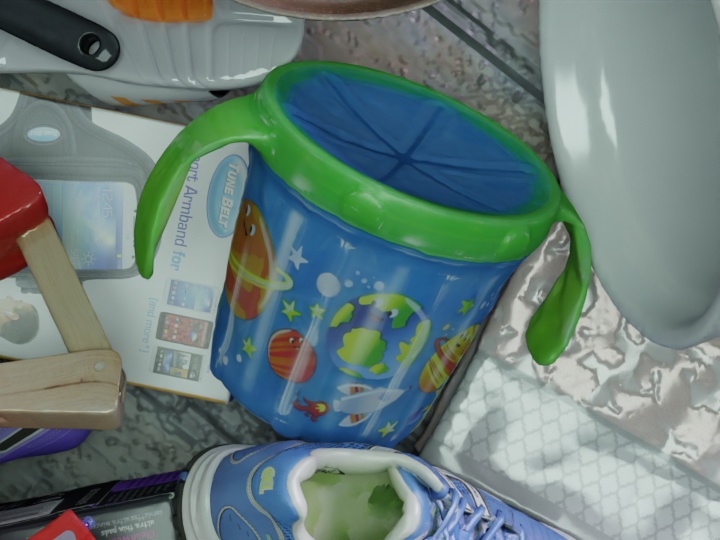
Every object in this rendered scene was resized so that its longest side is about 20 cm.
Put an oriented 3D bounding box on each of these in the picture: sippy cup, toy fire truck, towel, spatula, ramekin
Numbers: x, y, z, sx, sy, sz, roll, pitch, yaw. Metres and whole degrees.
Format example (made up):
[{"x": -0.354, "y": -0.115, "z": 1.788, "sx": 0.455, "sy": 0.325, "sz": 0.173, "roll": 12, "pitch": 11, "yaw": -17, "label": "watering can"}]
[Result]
[{"x": 0.000, "y": 0.000, "z": 1.023, "sx": 0.177, "sy": 0.140, "sz": 0.131, "roll": 27, "pitch": 114, "yaw": 11, "label": "sippy cup"}, {"x": -0.147, "y": 0.058, "z": 0.991, "sx": 0.141, "sy": 0.049, "sz": 0.200, "roll": -38, "pitch": 68, "yaw": -15, "label": "toy fire truck"}, {"x": 0.151, "y": 0.051, "z": 1.092, "sx": 0.199, "sy": 0.032, "sz": 0.192, "roll": 30, "pitch": 92, "yaw": -1, "label": "towel"}, {"x": -0.187, "y": -0.129, "z": 1.070, "sx": 0.199, "sy": 0.021, "sz": 0.057, "roll": 25, "pitch": 84, "yaw": 25, "label": "spatula"}, {"x": 0.153, "y": -0.076, "z": 0.986, "sx": 0.097, "sy": 0.200, "sz": 0.202, "roll": -11, "pitch": 91, "yaw": -16, "label": "ramekin"}]

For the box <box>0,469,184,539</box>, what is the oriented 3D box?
[{"x": -0.106, "y": 0.197, "z": 1.054, "sx": 0.105, "sy": 0.122, "sz": 0.202, "roll": -11, "pitch": 90, "yaw": 1, "label": "box"}]

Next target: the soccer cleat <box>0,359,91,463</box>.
[{"x": -0.210, "y": 0.073, "z": 1.053, "sx": 0.198, "sy": 0.068, "sz": 0.074, "roll": 7, "pitch": 75, "yaw": -26, "label": "soccer cleat"}]

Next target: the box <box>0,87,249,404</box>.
[{"x": -0.120, "y": -0.014, "z": 1.090, "sx": 0.198, "sy": 0.041, "sz": 0.120, "roll": 11, "pitch": 92, "yaw": 3, "label": "box"}]

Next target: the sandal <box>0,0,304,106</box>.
[{"x": -0.113, "y": -0.113, "z": 1.083, "sx": 0.205, "sy": 0.059, "sz": 0.080, "roll": 4, "pitch": 75, "yaw": 21, "label": "sandal"}]

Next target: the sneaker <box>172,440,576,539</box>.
[{"x": 0.022, "y": 0.118, "z": 1.008, "sx": 0.199, "sy": 0.077, "sz": 0.076, "roll": 16, "pitch": 70, "yaw": -28, "label": "sneaker"}]

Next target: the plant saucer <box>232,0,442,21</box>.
[{"x": -0.006, "y": -0.183, "z": 1.017, "sx": 0.198, "sy": 0.037, "sz": 0.202, "roll": -2, "pitch": 65, "yaw": 4, "label": "plant saucer"}]
